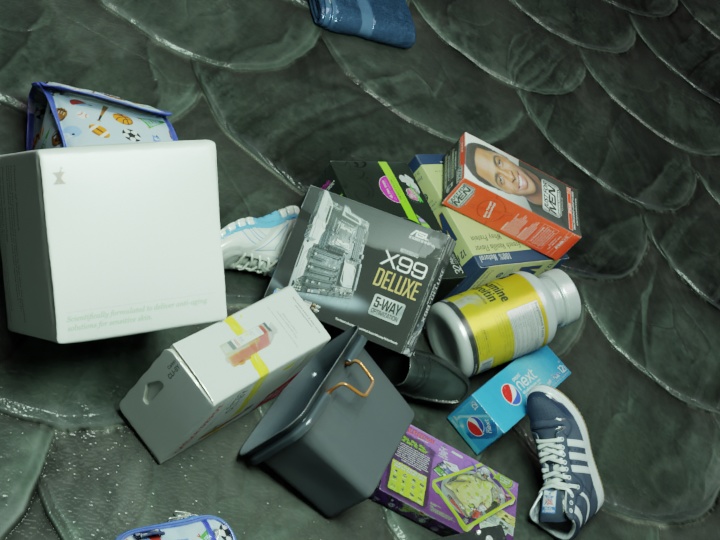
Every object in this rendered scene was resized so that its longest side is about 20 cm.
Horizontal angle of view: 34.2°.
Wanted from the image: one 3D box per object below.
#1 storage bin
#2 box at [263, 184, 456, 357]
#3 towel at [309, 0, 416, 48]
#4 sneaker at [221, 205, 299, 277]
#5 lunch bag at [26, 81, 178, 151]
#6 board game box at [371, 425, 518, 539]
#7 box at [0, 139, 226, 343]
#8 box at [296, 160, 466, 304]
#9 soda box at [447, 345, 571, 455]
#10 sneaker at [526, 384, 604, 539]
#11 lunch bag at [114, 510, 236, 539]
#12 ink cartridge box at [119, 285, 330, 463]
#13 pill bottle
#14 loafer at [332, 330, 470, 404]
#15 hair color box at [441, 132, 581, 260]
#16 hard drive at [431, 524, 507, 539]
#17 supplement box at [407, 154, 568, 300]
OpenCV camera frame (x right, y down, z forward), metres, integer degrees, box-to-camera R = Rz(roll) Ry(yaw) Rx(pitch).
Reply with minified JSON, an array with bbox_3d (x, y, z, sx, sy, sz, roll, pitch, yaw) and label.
[{"bbox_3d":[-0.021,0.180,1.380,0.134,0.145,0.200,46,39,-10],"label":"storage bin"},{"bbox_3d":[0.000,0.000,1.471,0.200,0.158,0.050,22,-3,19],"label":"box"},{"bbox_3d":[0.003,-0.447,2.018,0.200,0.049,0.112,7,52,-34],"label":"towel"},{"bbox_3d":[-0.129,-0.023,1.519,0.200,0.075,0.087,-23,76,-47],"label":"sneaker"},{"bbox_3d":[-0.318,-0.153,1.448,0.170,0.124,0.200,10,38,-32],"label":"lunch bag"},{"bbox_3d":[0.109,0.276,1.472,0.200,0.032,0.120,30,45,-14],"label":"board game box"},{"bbox_3d":[-0.271,-0.036,1.264,0.199,0.171,0.201,-7,95,-33],"label":"box"},{"bbox_3d":[0.021,-0.037,1.608,0.148,0.124,0.200,-4,59,-41],"label":"box"},{"bbox_3d":[0.207,0.171,1.615,0.068,0.064,0.200,50,40,9],"label":"soda box"},{"bbox_3d":[0.254,0.257,1.531,0.108,0.070,0.200,-38,110,-46],"label":"sneaker"},{"bbox_3d":[-0.169,0.339,1.161,0.160,0.076,0.200,0,56,-41],"label":"lunch bag"},{"bbox_3d":[-0.151,0.116,1.318,0.083,0.145,0.200,52,41,10],"label":"ink cartridge box"},{"bbox_3d":[0.199,0.067,1.615,0.200,0.112,0.112,-20,66,-21],"label":"pill bottle"},{"bbox_3d":[0.055,0.132,1.515,0.200,0.068,0.070,21,5,-18],"label":"loafer"},{"bbox_3d":[0.214,-0.104,1.659,0.200,0.061,0.102,24,44,-19],"label":"hair color box"},{"bbox_3d":[0.103,0.380,1.350,0.200,0.038,0.140,-3,63,-36],"label":"hard drive"},{"bbox_3d":[0.159,-0.053,1.722,0.200,0.134,0.200,-6,59,-42],"label":"supplement box"}]
